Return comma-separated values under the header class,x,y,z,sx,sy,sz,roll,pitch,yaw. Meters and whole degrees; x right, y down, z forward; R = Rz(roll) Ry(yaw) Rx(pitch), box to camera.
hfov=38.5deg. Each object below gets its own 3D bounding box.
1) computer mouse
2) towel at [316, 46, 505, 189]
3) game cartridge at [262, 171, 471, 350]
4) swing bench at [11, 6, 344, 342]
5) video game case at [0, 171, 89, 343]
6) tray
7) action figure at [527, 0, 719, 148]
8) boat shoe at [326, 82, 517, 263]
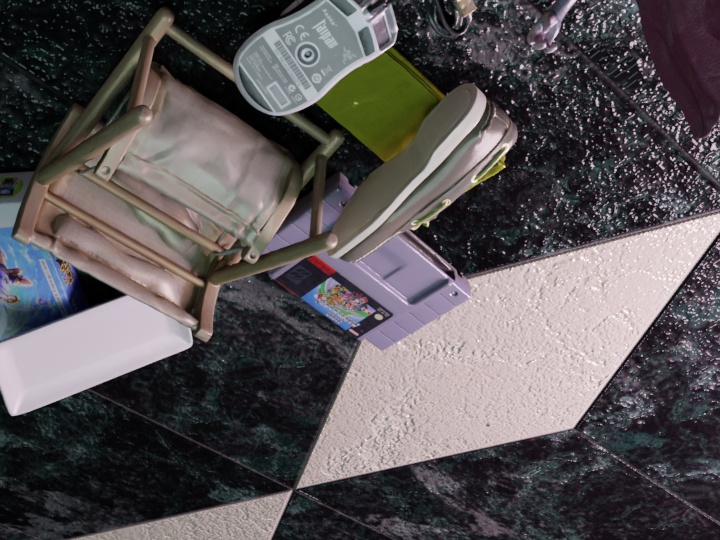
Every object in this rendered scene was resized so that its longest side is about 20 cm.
class,x,y,z,sx,sy,sz,roll,pitch,yaw
computer mouse,-0.013,-0.192,0.786,0.198,0.044,0.110,-27,116,21
towel,0.034,-0.128,0.885,0.085,0.018,0.199,-33,127,28
game cartridge,0.000,0.000,1.008,0.129,0.039,0.199,-36,127,26
swing bench,-0.150,-0.070,0.867,0.197,0.132,0.199,32,133,-31
video game case,-0.373,-0.002,0.991,0.177,0.046,0.202,-2,137,3
tray,-0.268,0.071,1.032,0.197,0.022,0.109,-21,140,-20
action figure,0.160,-0.167,0.530,0.148,0.134,0.202,-34,91,-4
boat shoe,0.049,-0.069,0.879,0.060,0.073,0.202,31,122,-27
